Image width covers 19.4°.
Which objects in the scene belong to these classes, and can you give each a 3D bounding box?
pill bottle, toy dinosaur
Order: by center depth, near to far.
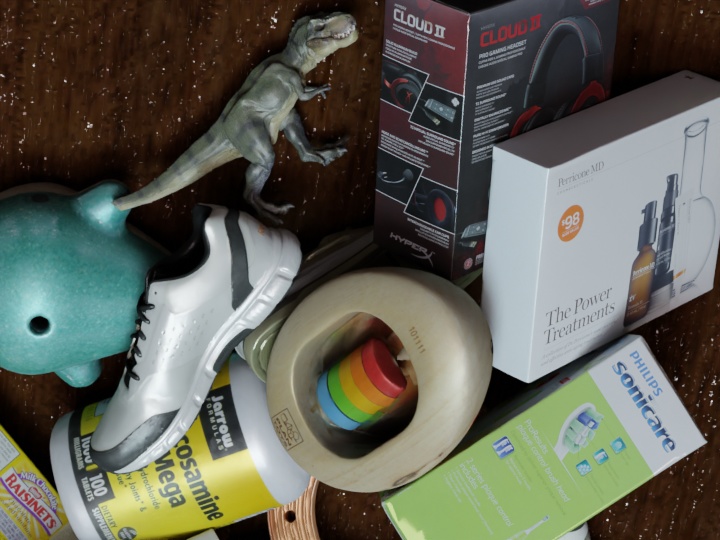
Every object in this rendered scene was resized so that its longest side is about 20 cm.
[{"bbox_3d":[-0.063,-0.086,1.394,0.200,0.047,0.088,-43,109,7],"label":"toy dinosaur"},{"bbox_3d":[-0.105,0.123,1.469,0.199,0.113,0.113,-20,116,9],"label":"pill bottle"}]

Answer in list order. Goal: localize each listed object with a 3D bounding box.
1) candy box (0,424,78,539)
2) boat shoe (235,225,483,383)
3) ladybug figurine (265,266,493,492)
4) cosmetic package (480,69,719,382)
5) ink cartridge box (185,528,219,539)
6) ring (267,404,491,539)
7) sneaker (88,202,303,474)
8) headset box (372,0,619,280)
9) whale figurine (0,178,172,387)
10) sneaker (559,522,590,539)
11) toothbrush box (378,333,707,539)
[{"bbox_3d":[-0.287,0.139,1.455,0.200,0.102,0.026,51,144,-3],"label":"candy box"},{"bbox_3d":[0.000,0.000,1.430,0.200,0.068,0.075,-28,126,-12],"label":"boat shoe"},{"bbox_3d":[0.015,0.066,1.343,0.200,0.072,0.136,-33,82,45],"label":"ladybug figurine"},{"bbox_3d":[0.161,-0.032,1.364,0.200,0.052,0.151,-24,125,-40],"label":"cosmetic package"},{"bbox_3d":[-0.181,0.272,1.450,0.200,0.084,0.146,-21,159,-28],"label":"ink cartridge box"},{"bbox_3d":[0.031,0.173,1.508,0.200,0.019,0.201,1,95,15],"label":"ring"},{"bbox_3d":[-0.126,0.041,1.382,0.080,0.074,0.200,32,94,-31],"label":"sneaker"},{"bbox_3d":[0.087,-0.114,1.331,0.148,0.075,0.201,-22,126,-40],"label":"headset box"},{"bbox_3d":[-0.177,0.018,1.419,0.199,0.104,0.160,11,116,-10],"label":"whale figurine"},{"bbox_3d":[0.069,0.205,1.549,0.200,0.076,0.116,-21,107,0],"label":"sneaker"},{"bbox_3d":[0.116,0.129,1.401,0.200,0.146,0.086,-32,90,0],"label":"toothbrush box"}]
